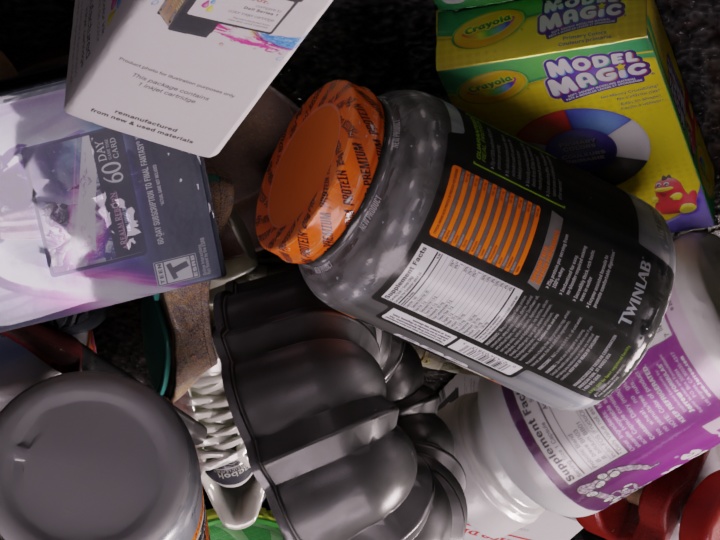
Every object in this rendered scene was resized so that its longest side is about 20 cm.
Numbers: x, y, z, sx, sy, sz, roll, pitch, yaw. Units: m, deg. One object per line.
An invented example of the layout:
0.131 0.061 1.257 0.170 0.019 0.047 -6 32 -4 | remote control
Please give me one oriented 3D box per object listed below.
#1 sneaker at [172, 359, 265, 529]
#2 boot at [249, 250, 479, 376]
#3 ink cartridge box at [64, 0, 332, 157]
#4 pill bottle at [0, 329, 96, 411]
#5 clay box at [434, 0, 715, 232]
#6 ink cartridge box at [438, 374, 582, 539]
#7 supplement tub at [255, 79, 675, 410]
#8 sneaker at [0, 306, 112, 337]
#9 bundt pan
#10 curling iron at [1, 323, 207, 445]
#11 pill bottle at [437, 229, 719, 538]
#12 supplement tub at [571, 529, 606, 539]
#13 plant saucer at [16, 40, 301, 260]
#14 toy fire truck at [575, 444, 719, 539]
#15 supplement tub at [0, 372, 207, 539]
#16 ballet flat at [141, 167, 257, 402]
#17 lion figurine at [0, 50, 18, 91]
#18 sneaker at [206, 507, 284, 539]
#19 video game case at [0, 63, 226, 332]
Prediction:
-0.083 0.078 1.742 0.076 0.081 0.200 -3 144 10 | sneaker
0.000 0.000 1.635 0.154 0.072 0.200 -2 146 11 | boot
-0.060 -0.171 1.319 0.084 0.145 0.200 17 143 -20 | ink cartridge box
-0.210 0.083 1.725 0.114 0.114 0.200 0 146 3 | pill bottle
0.113 -0.088 1.518 0.115 0.048 0.200 -9 145 16 | clay box
0.098 0.119 1.802 0.116 0.067 0.200 16 143 -21 | ink cartridge box
0.053 -0.016 1.482 0.200 0.123 0.123 25 139 -23 | supplement tub
-0.237 -0.014 1.622 0.199 0.079 0.066 8 129 -3 | sneaker
-0.002 0.085 1.538 0.076 0.202 0.202 -24 140 13 | bundt pan
-0.162 0.051 1.606 0.200 0.026 0.050 38 169 -33 | curling iron
0.138 0.071 1.609 0.200 0.112 0.112 -32 134 25 | pill bottle
0.106 0.227 1.910 0.199 0.123 0.123 11 145 -13 | supplement tub
-0.116 -0.070 1.568 0.200 0.035 0.200 1 145 1 | plant saucer
0.232 0.117 1.703 0.112 0.200 0.168 18 170 45 | toy fire truck
-0.147 0.147 1.613 0.122 0.123 0.200 2 156 1 | supplement tub
-0.090 0.010 1.601 0.067 0.068 0.200 -11 149 -9 | ballet flat
-0.198 -0.063 1.495 0.122 0.073 0.200 -11 140 4 | lion figurine
-0.056 0.217 1.939 0.200 0.084 0.074 21 142 -25 | sneaker
-0.178 -0.034 1.476 0.199 0.019 0.143 -15 125 -7 | video game case
